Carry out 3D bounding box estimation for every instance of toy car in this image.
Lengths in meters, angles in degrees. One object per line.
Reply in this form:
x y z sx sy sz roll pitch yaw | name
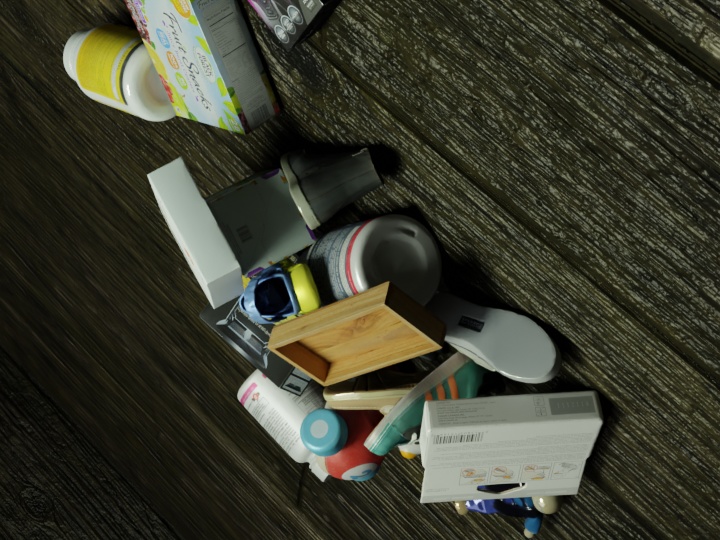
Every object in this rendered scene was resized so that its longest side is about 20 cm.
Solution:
0.052 0.213 1.665 0.200 0.177 0.184 12 163 24 | toy car

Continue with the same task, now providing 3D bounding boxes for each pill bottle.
0.000 0.000 1.508 0.120 0.120 0.200 57 154 -13 | pill bottle
-0.323 -0.277 1.678 0.200 0.112 0.112 24 144 43 | pill bottle
-0.094 0.238 1.984 0.200 0.113 0.113 46 154 12 | pill bottle

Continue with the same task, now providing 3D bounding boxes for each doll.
0.202 0.305 1.663 0.200 0.048 0.137 -11 106 55 | doll

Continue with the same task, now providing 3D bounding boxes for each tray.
-0.006 0.076 1.435 0.200 0.037 0.099 -23 131 41 | tray

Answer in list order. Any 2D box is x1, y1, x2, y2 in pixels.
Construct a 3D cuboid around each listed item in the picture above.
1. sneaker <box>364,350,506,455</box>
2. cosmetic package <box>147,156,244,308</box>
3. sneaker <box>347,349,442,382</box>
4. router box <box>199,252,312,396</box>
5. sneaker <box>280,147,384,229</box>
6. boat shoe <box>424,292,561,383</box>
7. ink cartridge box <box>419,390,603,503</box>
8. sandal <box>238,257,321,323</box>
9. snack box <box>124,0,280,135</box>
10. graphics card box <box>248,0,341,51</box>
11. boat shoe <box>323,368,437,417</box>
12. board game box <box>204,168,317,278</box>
0.096 0.168 1.479 0.080 0.200 0.071 49 156 9 | sneaker
-0.200 -0.041 1.518 0.151 0.052 0.200 59 171 7 | cosmetic package
0.007 0.101 1.577 0.071 0.199 0.083 -157 70 -71 | sneaker
-0.112 0.054 1.695 0.200 0.157 0.052 37 -176 39 | router box
-0.031 -0.114 1.479 0.075 0.106 0.200 63 -178 -23 | sneaker
0.160 0.086 1.438 0.200 0.071 0.070 20 168 41 | boat shoe
0.169 0.209 1.439 0.176 0.200 0.045 93 173 -53 | ink cartridge box
-0.113 0.028 1.527 0.200 0.087 0.080 164 88 -77 | sandal
-0.202 -0.280 1.528 0.169 0.068 0.200 22 143 46 | snack box
-0.103 -0.344 1.302 0.200 0.051 0.125 52 154 -3 | graphics card box
0.052 0.168 1.575 0.071 0.200 0.065 -74 -21 -71 | boat shoe
-0.137 -0.064 1.586 0.105 0.103 0.200 64 172 -9 | board game box
